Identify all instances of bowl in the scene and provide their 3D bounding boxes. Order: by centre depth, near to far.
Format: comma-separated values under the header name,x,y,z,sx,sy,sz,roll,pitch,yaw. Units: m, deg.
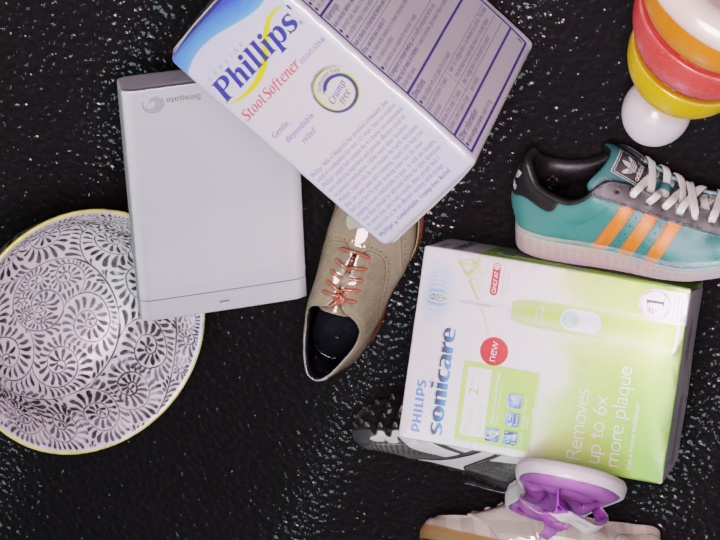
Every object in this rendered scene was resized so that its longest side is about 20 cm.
name,x,y,z,sx,sy,sz,roll,pitch,yaw
bowl,-0.231,0.035,1.860,0.200,0.094,0.201,-10,112,-25

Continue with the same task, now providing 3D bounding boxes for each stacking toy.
name,x,y,z,sx,sy,sz,roll,pitch,yaw
stacking toy,0.230,-0.153,1.604,0.146,0.146,0.200,28,145,1

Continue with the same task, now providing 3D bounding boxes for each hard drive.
name,x,y,z,sx,sy,sz,roll,pitch,yaw
hard drive,-0.110,-0.060,1.785,0.132,0.027,0.200,-8,122,-10

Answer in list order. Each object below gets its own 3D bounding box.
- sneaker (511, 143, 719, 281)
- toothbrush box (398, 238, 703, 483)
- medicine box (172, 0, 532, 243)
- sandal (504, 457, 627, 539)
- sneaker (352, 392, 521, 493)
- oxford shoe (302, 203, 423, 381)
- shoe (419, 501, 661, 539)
name,x,y,z,sx,sy,sz,roll,pitch,yaw
sneaker,0.203,-0.046,1.691,0.199,0.071,0.080,5,127,18
toothbrush box,0.141,0.065,1.742,0.199,0.086,0.146,10,97,15
medicine box,-0.001,-0.151,1.627,0.200,0.182,0.103,41,125,-8
sandal,0.149,0.176,1.737,0.082,0.050,0.203,9,167,1
sneaker,0.091,0.139,1.850,0.200,0.067,0.091,-6,117,20
oxford shoe,0.000,0.000,1.788,0.070,0.075,0.200,18,125,9
shoe,0.146,0.218,1.896,0.200,0.053,0.070,8,156,19
